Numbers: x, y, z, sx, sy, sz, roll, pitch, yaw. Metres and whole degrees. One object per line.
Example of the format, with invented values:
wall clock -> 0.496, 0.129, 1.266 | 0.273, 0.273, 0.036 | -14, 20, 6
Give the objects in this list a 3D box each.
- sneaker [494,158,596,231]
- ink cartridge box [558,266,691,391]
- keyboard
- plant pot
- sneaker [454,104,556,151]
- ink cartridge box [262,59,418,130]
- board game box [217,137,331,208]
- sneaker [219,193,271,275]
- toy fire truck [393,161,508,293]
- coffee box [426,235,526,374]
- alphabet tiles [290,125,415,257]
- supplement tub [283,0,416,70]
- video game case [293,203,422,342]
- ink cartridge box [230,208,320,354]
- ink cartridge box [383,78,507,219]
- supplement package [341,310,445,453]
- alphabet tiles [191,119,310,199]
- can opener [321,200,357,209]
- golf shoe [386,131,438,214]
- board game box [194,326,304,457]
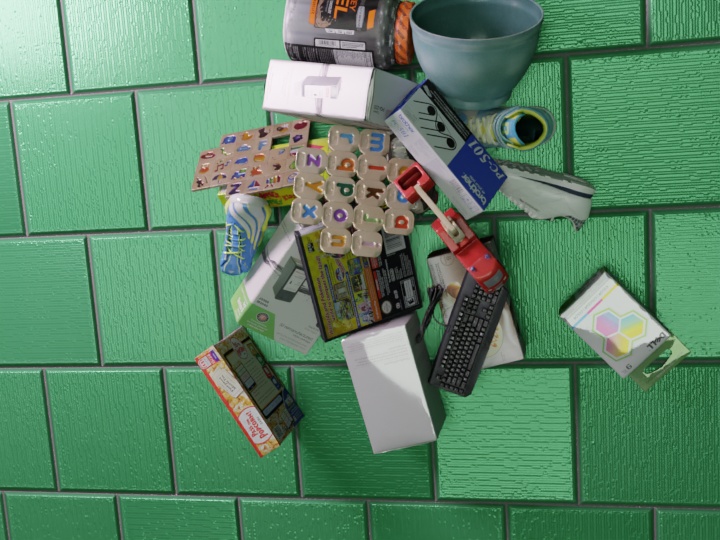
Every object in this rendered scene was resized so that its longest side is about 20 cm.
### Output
sneaker -> 0.272, -0.125, 1.455 | 0.199, 0.076, 0.081 | 19, 113, 10
ink cartridge box -> 0.427, 0.101, 1.462 | 0.200, 0.059, 0.104 | 45, 105, 2
keyboard -> 0.150, 0.096, 1.462 | 0.126, 0.021, 0.201 | 20, 104, 10
plant pot -> 0.176, -0.330, 1.390 | 0.199, 0.201, 0.135 | 5, 127, 11
sneaker -> 0.204, -0.224, 1.419 | 0.198, 0.131, 0.080 | -4, 100, 14
ink cartridge box -> -0.030, -0.273, 1.423 | 0.199, 0.145, 0.086 | 14, 98, 31
board game box -> -0.130, -0.159, 1.510 | 0.198, 0.102, 0.048 | -6, 140, 18
sneaker -> -0.190, -0.050, 1.487 | 0.075, 0.200, 0.106 | 9, 72, -5
toy fire truck -> 0.141, -0.062, 1.384 | 0.049, 0.141, 0.200 | -40, 66, 6
coffee box -> 0.192, 0.055, 1.496 | 0.113, 0.080, 0.202 | -14, 96, 15
alphabet tiles -> -0.009, -0.123, 1.422 | 0.194, 0.015, 0.202 | 5, 86, -7
supplement tub -> -0.014, -0.385, 1.444 | 0.198, 0.123, 0.124 | 7, 101, 10
video game case -> 0.000, 0.000, 1.481 | 0.179, 0.026, 0.201 | -19, 117, -12
ink cartridge box -> -0.103, 0.019, 1.524 | 0.145, 0.084, 0.201 | 27, 107, -27
ink cartridge box -> 0.133, -0.184, 1.383 | 0.200, 0.094, 0.044 | 48, 141, -13
supplement package -> 0.059, 0.186, 1.530 | 0.116, 0.117, 0.202 | -15, 95, 14
alphabet tiles -> -0.182, -0.182, 1.510 | 0.198, 0.168, 0.008 | -9, 136, 14
can opener -> -0.025, -0.117, 1.515 | 0.199, 0.063, 0.079 | 17, 103, 18
golf shoe -> 0.076, -0.190, 1.477 | 0.077, 0.088, 0.201 | -19, 94, 16
board game box -> -0.188, 0.204, 1.570 | 0.046, 0.151, 0.201 | -33, 91, 15
